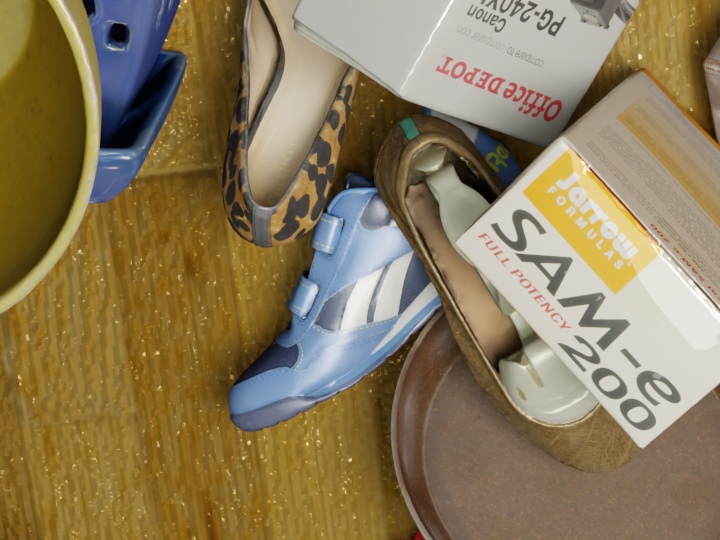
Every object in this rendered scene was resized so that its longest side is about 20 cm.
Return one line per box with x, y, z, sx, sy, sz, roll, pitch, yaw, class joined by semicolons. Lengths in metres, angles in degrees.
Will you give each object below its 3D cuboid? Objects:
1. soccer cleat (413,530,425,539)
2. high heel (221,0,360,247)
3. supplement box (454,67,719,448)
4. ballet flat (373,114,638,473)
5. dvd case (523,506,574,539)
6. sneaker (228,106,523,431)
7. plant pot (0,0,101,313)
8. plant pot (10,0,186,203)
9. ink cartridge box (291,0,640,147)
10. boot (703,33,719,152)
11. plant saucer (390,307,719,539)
0.049;0.186;1.241;0.085;0.069;0.201;37;88;-39;soccer cleat
-0.028;-0.114;1.131;0.071;0.143;0.202;7;103;1;high heel
0.131;-0.012;1.099;0.074;0.200;0.126;-43;88;22;supplement box
0.072;0.014;1.122;0.068;0.072;0.201;-30;93;-1;ballet flat
0.077;0.242;1.188;0.200;0.025;0.151;-51;124;-25;dvd case
0.000;0.000;1.195;0.200;0.074;0.082;-43;97;3;sneaker
-0.191;-0.090;0.951;0.198;0.142;0.201;2;116;4;plant pot
-0.173;-0.140;1.109;0.198;0.200;0.181;3;110;2;plant pot
0.078;-0.169;1.106;0.083;0.145;0.201;38;104;33;ink cartridge box
0.257;-0.043;1.178;0.198;0.064;0.188;11;95;-1;boot
0.112;0.090;1.182;0.199;0.035;0.202;2;65;-5;plant saucer
